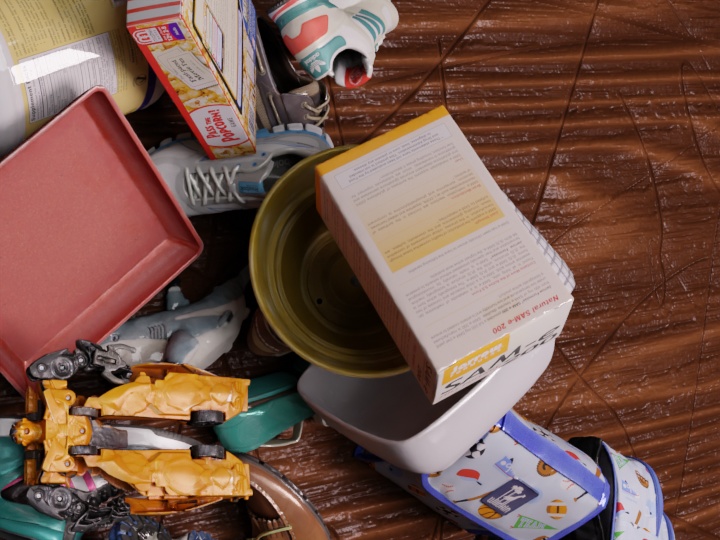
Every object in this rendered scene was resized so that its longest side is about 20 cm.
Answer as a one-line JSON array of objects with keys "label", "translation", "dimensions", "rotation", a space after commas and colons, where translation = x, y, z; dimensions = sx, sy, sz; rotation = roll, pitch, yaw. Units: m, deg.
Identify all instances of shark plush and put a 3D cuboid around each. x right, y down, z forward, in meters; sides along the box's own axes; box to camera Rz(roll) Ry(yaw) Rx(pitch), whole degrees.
[{"label": "shark plush", "translation": [-0.149, 0.035, 1.051], "dimensions": [0.083, 0.091, 0.200], "rotation": [40, 66, 13]}]

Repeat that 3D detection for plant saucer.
[{"label": "plant saucer", "translation": [-0.245, -0.023, 0.943], "dimensions": [0.200, 0.037, 0.201], "rotation": [-43, 138, -15]}]

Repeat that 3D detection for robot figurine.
[{"label": "robot figurine", "translation": [-0.181, 0.133, 0.929], "dimensions": [0.197, 0.058, 0.148], "rotation": [7, 72, -31]}]

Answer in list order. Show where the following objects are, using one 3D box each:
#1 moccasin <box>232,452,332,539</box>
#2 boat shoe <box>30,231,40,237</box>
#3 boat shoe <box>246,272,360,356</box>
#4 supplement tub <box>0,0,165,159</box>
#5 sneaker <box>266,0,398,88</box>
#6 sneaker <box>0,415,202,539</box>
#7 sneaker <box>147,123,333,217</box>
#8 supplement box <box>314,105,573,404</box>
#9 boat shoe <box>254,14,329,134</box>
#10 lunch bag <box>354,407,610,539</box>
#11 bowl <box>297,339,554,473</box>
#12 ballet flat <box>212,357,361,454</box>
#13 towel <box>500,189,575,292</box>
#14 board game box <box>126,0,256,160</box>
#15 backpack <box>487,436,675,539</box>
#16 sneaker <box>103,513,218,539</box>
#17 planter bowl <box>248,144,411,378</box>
[{"label": "moccasin", "translation": [-0.071, 0.251, 1.066], "dimensions": [0.078, 0.073, 0.203], "rotation": [-40, 122, -24]}, {"label": "boat shoe", "translation": [-0.277, -0.051, 0.979], "dimensions": [0.201, 0.060, 0.073], "rotation": [-40, 105, -30]}, {"label": "boat shoe", "translation": [-0.040, 0.022, 1.118], "dimensions": [0.199, 0.074, 0.076], "rotation": [-30, 87, -49]}, {"label": "supplement tub", "translation": [-0.269, -0.176, 0.951], "dimensions": [0.198, 0.145, 0.147], "rotation": [-26, 98, -32]}, {"label": "sneaker", "translation": [-0.013, -0.219, 1.133], "dimensions": [0.199, 0.070, 0.095], "rotation": [-17, 82, -62]}, {"label": "sneaker", "translation": [-0.227, 0.188, 0.964], "dimensions": [0.197, 0.083, 0.123], "rotation": [8, 74, -24]}, {"label": "sneaker", "translation": [-0.113, -0.085, 1.043], "dimensions": [0.197, 0.087, 0.076], "rotation": [-14, 111, -8]}, {"label": "supplement box", "translation": [0.062, -0.015, 0.936], "dimensions": [0.125, 0.074, 0.202], "rotation": [-25, 67, -13]}, {"label": "boat shoe", "translation": [-0.068, -0.150, 1.108], "dimensions": [0.201, 0.073, 0.075], "rotation": [53, 33, -16]}, {"label": "lunch bag", "translation": [0.118, 0.180, 1.122], "dimensions": [0.169, 0.199, 0.125], "rotation": [36, 66, -25]}, {"label": "bowl", "translation": [0.065, 0.091, 1.025], "dimensions": [0.199, 0.199, 0.075], "rotation": [-41, 118, -19]}, {"label": "ballet flat", "translation": [-0.055, 0.122, 1.108], "dimensions": [0.198, 0.067, 0.072], "rotation": [-18, 118, -33]}, {"label": "towel", "translation": [0.115, -0.037, 1.164], "dimensions": [0.085, 0.200, 0.166], "rotation": [-43, 104, 4]}, {"label": "board game box", "translation": [-0.132, -0.208, 0.961], "dimensions": [0.045, 0.200, 0.154], "rotation": [-7, 65, 9]}, {"label": "backpack", "translation": [0.233, 0.274, 1.200], "dimensions": [0.153, 0.199, 0.194], "rotation": [22, 66, -34]}, {"label": "sneaker", "translation": [-0.167, 0.268, 0.997], "dimensions": [0.085, 0.078, 0.200], "rotation": [-37, 139, 9]}, {"label": "planter bowl", "translation": [0.000, 0.000, 1.023], "dimensions": [0.197, 0.084, 0.204], "rotation": [2, 75, -6]}]
